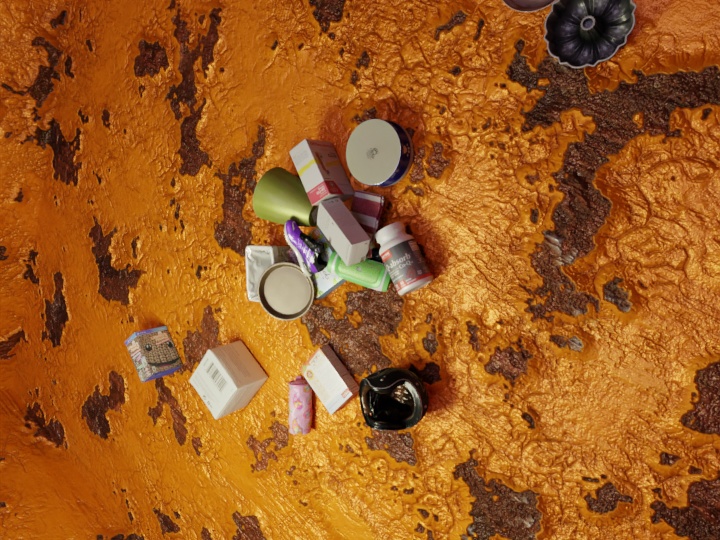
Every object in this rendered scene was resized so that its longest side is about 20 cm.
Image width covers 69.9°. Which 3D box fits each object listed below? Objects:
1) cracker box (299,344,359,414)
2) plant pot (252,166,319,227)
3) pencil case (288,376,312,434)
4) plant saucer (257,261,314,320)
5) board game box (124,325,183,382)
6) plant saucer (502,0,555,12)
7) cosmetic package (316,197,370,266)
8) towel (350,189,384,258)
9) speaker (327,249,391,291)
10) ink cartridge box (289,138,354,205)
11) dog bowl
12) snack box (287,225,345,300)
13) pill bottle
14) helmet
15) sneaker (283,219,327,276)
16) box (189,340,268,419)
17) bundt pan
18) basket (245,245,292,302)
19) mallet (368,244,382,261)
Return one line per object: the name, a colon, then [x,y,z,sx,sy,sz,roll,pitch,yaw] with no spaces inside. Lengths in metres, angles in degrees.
cracker box: [-0.107,0.377,1.787,0.134,0.058,0.200,-48,69,29]
plant pot: [-0.221,-0.225,1.716,0.200,0.187,0.187,25,109,25]
pencil case: [-0.218,0.489,1.862,0.087,0.087,0.200,3,97,33]
plant saucer: [-0.250,0.069,1.742,0.200,0.029,0.200,1,97,8]
board game box: [-0.899,0.362,2.249,0.097,0.159,0.200,-35,77,30]
plant saucer: [0.444,-0.752,1.297,0.200,0.034,0.201,4,97,33]
cosmetic package: [-0.055,-0.121,1.590,0.200,0.074,0.102,55,150,32]
towel: [0.007,-0.149,1.639,0.144,0.023,0.200,23,103,49]
speaker: [0.000,0.000,1.619,0.200,0.088,0.089,19,107,8]
ink cartridge box: [-0.123,-0.314,1.658,0.083,0.145,0.200,-30,80,33]
dog bowl: [0.057,-0.358,1.574,0.200,0.079,0.200,5,99,33]
snack box: [-0.135,-0.026,1.749,0.169,0.068,0.200,-36,78,31]
pill bottle: [0.126,-0.037,1.547,0.116,0.116,0.200,-32,78,32]
helmet: [0.107,0.388,1.568,0.200,0.190,0.200,176,90,-73]
sneaker: [-0.168,-0.083,1.670,0.099,0.070,0.200,-18,109,23]
box: [-0.509,0.417,1.989,0.199,0.171,0.200,48,119,20]
bundt pan: [0.546,-0.577,1.224,0.202,0.076,0.202,4,98,33]
basket: [-0.318,0.006,1.841,0.135,0.123,0.200,2,98,33]
mallet: [0.044,-0.124,1.640,0.066,0.041,0.200,4,94,34]
